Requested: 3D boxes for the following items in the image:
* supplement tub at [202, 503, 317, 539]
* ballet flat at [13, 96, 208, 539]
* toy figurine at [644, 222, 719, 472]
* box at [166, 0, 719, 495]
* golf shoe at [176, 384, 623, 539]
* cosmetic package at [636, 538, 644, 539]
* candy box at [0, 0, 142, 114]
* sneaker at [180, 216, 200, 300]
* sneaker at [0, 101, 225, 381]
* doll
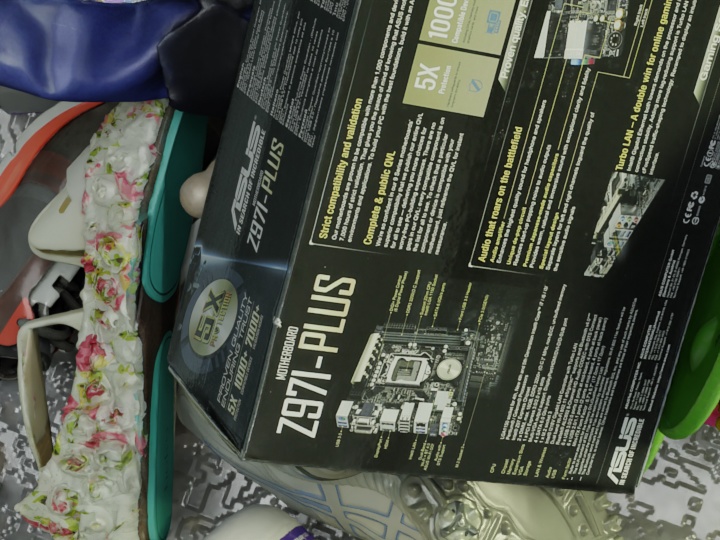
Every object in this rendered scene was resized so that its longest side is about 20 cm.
[{"bbox_3d":[-0.012,0.204,0.815,0.200,0.145,0.146,42,87,8],"label":"supplement tub"},{"bbox_3d":[-0.098,0.012,0.814,0.063,0.076,0.202,6,92,7],"label":"ballet flat"},{"bbox_3d":[0.208,0.026,0.796,0.182,0.201,0.151,15,47,-3],"label":"toy figurine"},{"bbox_3d":[0.039,-0.033,0.752,0.162,0.086,0.202,6,107,-26],"label":"box"},{"bbox_3d":[0.015,0.080,0.870,0.199,0.097,0.079,34,66,-18],"label":"golf shoe"},{"bbox_3d":[0.147,0.150,0.783,0.107,0.200,0.086,13,85,4],"label":"cosmetic package"},{"bbox_3d":[-0.080,-0.176,0.905,0.166,0.072,0.202,-4,83,3],"label":"candy box"},{"bbox_3d":[0.000,0.000,0.876,0.200,0.084,0.121,-39,90,14],"label":"sneaker"},{"bbox_3d":[-0.125,0.001,0.874,0.199,0.077,0.082,-38,55,10],"label":"sneaker"},{"bbox_3d":[-0.054,-0.087,0.768,0.198,0.048,0.138,3,92,-25],"label":"doll"}]
